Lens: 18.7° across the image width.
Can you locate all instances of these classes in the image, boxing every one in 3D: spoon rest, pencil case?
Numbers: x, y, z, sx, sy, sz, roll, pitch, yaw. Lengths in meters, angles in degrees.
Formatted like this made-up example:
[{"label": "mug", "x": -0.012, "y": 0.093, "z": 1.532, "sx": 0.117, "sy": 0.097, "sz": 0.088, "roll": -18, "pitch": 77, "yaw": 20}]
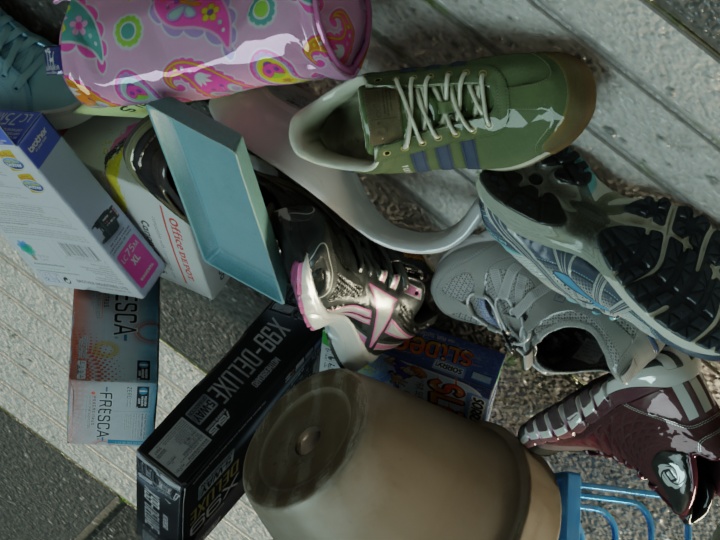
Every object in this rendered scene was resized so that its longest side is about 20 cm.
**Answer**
[{"label": "spoon rest", "x": -0.012, "y": -0.067, "z": 1.439, "sx": 0.199, "sy": 0.099, "sz": 0.061, "roll": 28, "pitch": 110, "yaw": 8}, {"label": "pencil case", "x": -0.092, "y": -0.149, "z": 1.338, "sx": 0.199, "sy": 0.088, "sz": 0.088, "roll": -4, "pitch": 137, "yaw": 27}]

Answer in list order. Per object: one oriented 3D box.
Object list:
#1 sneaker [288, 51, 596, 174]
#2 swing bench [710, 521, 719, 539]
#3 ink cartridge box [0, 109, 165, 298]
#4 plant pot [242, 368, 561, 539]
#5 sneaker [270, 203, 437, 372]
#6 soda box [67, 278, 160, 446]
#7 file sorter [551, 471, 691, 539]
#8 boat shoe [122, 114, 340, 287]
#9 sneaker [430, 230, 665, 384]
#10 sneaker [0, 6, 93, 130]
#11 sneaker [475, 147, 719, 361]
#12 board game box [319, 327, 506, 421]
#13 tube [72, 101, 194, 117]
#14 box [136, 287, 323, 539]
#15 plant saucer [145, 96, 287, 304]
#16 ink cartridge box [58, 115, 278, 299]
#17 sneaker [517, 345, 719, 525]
[{"label": "sneaker", "x": 0.040, "y": -0.089, "z": 1.305, "sx": 0.199, "sy": 0.089, "sz": 0.068, "roll": -7, "pitch": 89, "yaw": 47}, {"label": "swing bench", "x": 0.271, "y": 0.163, "z": 1.352, "sx": 0.200, "sy": 0.199, "sz": 0.129, "roll": 47, "pitch": 148, "yaw": -23}, {"label": "ink cartridge box", "x": -0.240, "y": -0.060, "z": 1.594, "sx": 0.119, "sy": 0.042, "sz": 0.200, "roll": 7, "pitch": 146, "yaw": 43}, {"label": "plant pot", "x": 0.016, "y": 0.163, "z": 1.550, "sx": 0.199, "sy": 0.201, "sz": 0.173, "roll": -2, "pitch": 144, "yaw": 49}, {"label": "sneaker", "x": 0.000, "y": 0.000, "z": 1.492, "sx": 0.200, "sy": 0.086, "sz": 0.081, "roll": 55, "pitch": -166, "yaw": -67}, {"label": "soda box", "x": -0.189, "y": 0.047, "z": 1.678, "sx": 0.068, "sy": 0.201, "sz": 0.064, "roll": 3, "pitch": 126, "yaw": -6}, {"label": "file sorter", "x": 0.147, "y": 0.238, "z": 1.659, "sx": 0.122, "sy": 0.140, "sz": 0.200, "roll": 9, "pitch": 165, "yaw": -28}, {"label": "boat shoe", "x": -0.080, "y": -0.034, "z": 1.521, "sx": 0.199, "sy": 0.075, "sz": 0.073, "roll": 31, "pitch": -168, "yaw": -30}, {"label": "sneaker", "x": 0.116, "y": 0.027, "z": 1.439, "sx": 0.199, "sy": 0.082, "sz": 0.075, "roll": 7, "pitch": 142, "yaw": 45}, {"label": "sneaker", "x": -0.277, "y": -0.165, "z": 1.584, "sx": 0.199, "sy": 0.074, "sz": 0.082, "roll": 22, "pitch": 152, "yaw": 21}, {"label": "sneaker", "x": 0.159, "y": -0.008, "z": 1.358, "sx": 0.200, "sy": 0.078, "sz": 0.086, "roll": 37, "pitch": 156, "yaw": 17}, {"label": "board game box", "x": 0.034, "y": 0.102, "z": 1.679, "sx": 0.135, "sy": 0.035, "sz": 0.200, "roll": 19, "pitch": 150, "yaw": 8}, {"label": "tube", "x": -0.126, "y": -0.134, "z": 1.488, "sx": 0.058, "sy": 0.052, "sz": 0.200, "roll": 42, "pitch": 151, "yaw": -13}, {"label": "box", "x": -0.094, "y": 0.116, "z": 1.684, "sx": 0.050, "sy": 0.200, "sz": 0.158, "roll": 35, "pitch": 153, "yaw": 14}, {"label": "plant saucer", "x": -0.087, "y": -0.044, "z": 1.397, "sx": 0.070, "sy": 0.019, "sz": 0.200, "roll": 28, "pitch": 160, "yaw": 21}, {"label": "ink cartridge box", "x": -0.151, "y": -0.054, "z": 1.623, "sx": 0.199, "sy": 0.068, "sz": 0.117, "roll": 21, "pitch": 150, "yaw": 25}, {"label": "sneaker", "x": 0.186, "y": 0.128, "z": 1.491, "sx": 0.116, "sy": 0.075, "sz": 0.200, "roll": 60, "pitch": 152, "yaw": 4}]
